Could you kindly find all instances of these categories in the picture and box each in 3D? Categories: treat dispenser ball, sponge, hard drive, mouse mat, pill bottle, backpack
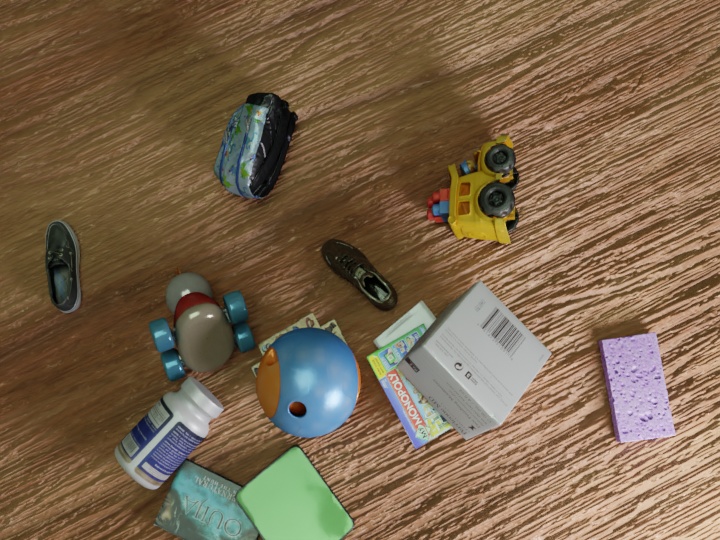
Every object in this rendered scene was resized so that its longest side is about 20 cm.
[{"bbox_3d":[-0.098,0.209,1.356,0.197,0.201,0.205,0,78,2],"label":"treat dispenser ball"},{"bbox_3d":[0.543,0.229,1.419,0.109,0.030,0.204,-7,78,1],"label":"sponge"},{"bbox_3d":[0.136,0.180,1.448,0.131,0.026,0.201,-38,79,-6],"label":"hard drive"},{"bbox_3d":[-0.126,0.463,1.390,0.160,0.008,0.201,-36,81,-17],"label":"mouse mat"},{"bbox_3d":[-0.367,0.311,1.396,0.116,0.116,0.200,42,83,10],"label":"pill bottle"},{"bbox_3d":[-0.219,-0.249,1.499,0.151,0.163,0.204,3,85,12],"label":"backpack"}]

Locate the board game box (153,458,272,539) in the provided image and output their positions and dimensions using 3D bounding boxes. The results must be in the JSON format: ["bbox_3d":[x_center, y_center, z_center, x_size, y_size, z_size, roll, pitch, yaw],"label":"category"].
[{"bbox_3d":[-0.285,0.472,1.403,0.197,0.028,0.137,23,79,7],"label":"board game box"}]

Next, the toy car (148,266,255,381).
[{"bbox_3d":[-0.333,0.082,1.447,0.182,0.179,0.201,-20,48,-15],"label":"toy car"}]

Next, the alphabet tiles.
[{"bbox_3d":[-0.116,0.192,1.467,0.198,0.006,0.168,-29,78,-4],"label":"alphabet tiles"}]

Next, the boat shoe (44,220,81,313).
[{"bbox_3d":[-0.625,-0.014,1.505,0.067,0.057,0.203,-14,78,0],"label":"boat shoe"}]

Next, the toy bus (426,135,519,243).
[{"bbox_3d":[0.228,-0.162,1.476,0.189,0.136,0.204,1,75,19],"label":"toy bus"}]

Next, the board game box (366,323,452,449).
[{"bbox_3d":[0.115,0.226,1.411,0.133,0.029,0.202,-29,78,-5],"label":"board game box"}]

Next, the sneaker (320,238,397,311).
[{"bbox_3d":[0.000,0.000,1.467,0.199,0.076,0.071,40,82,9],"label":"sneaker"}]

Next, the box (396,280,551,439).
[{"bbox_3d":[0.212,0.168,1.352,0.199,0.131,0.200,45,58,3],"label":"box"}]
